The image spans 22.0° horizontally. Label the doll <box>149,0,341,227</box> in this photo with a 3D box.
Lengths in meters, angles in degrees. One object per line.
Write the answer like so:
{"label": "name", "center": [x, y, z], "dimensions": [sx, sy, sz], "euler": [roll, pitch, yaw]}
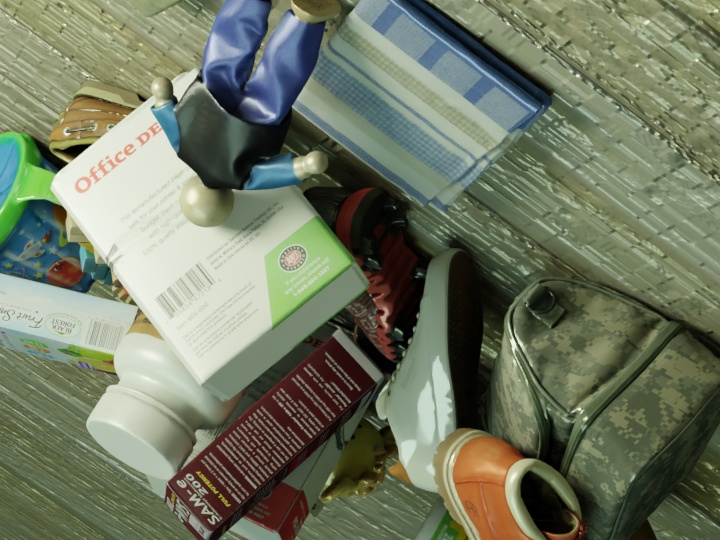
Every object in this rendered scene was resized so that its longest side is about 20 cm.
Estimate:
{"label": "doll", "center": [-0.079, -0.108, 1.280], "dimensions": [0.136, 0.048, 0.200], "euler": [30, 122, 5]}

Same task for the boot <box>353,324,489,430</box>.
{"label": "boot", "center": [0.067, 0.116, 1.634], "dimensions": [0.200, 0.075, 0.097], "euler": [49, 165, 2]}

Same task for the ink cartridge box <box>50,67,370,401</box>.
{"label": "ink cartridge box", "center": [-0.112, -0.027, 1.387], "dimensions": [0.200, 0.145, 0.084], "euler": [51, 180, 16]}

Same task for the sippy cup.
{"label": "sippy cup", "center": [-0.303, -0.039, 1.714], "dimensions": [0.130, 0.140, 0.178], "euler": [35, -177, -33]}

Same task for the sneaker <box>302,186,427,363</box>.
{"label": "sneaker", "center": [0.000, 0.000, 1.494], "dimensions": [0.098, 0.071, 0.200], "euler": [16, 150, 30]}

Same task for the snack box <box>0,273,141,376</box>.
{"label": "snack box", "center": [-0.297, 0.044, 1.683], "dimensions": [0.200, 0.053, 0.142], "euler": [14, 167, -1]}

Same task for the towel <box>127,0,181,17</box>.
{"label": "towel", "center": [-0.168, -0.262, 1.244], "dimensions": [0.193, 0.035, 0.200], "euler": [37, 153, -21]}

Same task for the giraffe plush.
{"label": "giraffe plush", "center": [-0.051, 0.176, 1.807], "dimensions": [0.200, 0.173, 0.162], "euler": [36, 149, -32]}

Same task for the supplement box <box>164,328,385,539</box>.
{"label": "supplement box", "center": [-0.075, 0.145, 1.587], "dimensions": [0.061, 0.200, 0.109], "euler": [46, 164, 6]}

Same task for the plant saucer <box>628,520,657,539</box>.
{"label": "plant saucer", "center": [0.200, 0.197, 1.575], "dimensions": [0.200, 0.035, 0.200], "euler": [49, -166, -16]}

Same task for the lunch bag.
{"label": "lunch bag", "center": [0.175, 0.105, 1.427], "dimensions": [0.168, 0.139, 0.200], "euler": [42, 159, 18]}

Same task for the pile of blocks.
{"label": "pile of blocks", "center": [-0.200, 0.012, 1.666], "dimensions": [0.082, 0.062, 0.200], "euler": [-31, 142, 23]}

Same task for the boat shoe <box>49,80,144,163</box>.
{"label": "boat shoe", "center": [-0.163, -0.095, 1.501], "dimensions": [0.200, 0.068, 0.072], "euler": [14, 149, 32]}

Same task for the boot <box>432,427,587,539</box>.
{"label": "boot", "center": [0.137, 0.213, 1.399], "dimensions": [0.107, 0.075, 0.200], "euler": [6, 133, 57]}

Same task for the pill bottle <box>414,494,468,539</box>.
{"label": "pill bottle", "center": [0.151, 0.300, 1.846], "dimensions": [0.200, 0.111, 0.111], "euler": [29, 156, 5]}

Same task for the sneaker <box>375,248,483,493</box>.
{"label": "sneaker", "center": [0.048, 0.079, 1.470], "dimensions": [0.085, 0.200, 0.073], "euler": [7, -169, 28]}

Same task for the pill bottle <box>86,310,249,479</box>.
{"label": "pill bottle", "center": [-0.146, 0.073, 1.590], "dimensions": [0.114, 0.200, 0.114], "euler": [26, 155, 13]}

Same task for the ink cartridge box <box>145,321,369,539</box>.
{"label": "ink cartridge box", "center": [-0.087, 0.138, 1.703], "dimensions": [0.147, 0.200, 0.083], "euler": [25, 158, 15]}

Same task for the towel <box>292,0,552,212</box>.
{"label": "towel", "center": [0.037, -0.118, 1.284], "dimensions": [0.147, 0.024, 0.200], "euler": [36, 154, -5]}
